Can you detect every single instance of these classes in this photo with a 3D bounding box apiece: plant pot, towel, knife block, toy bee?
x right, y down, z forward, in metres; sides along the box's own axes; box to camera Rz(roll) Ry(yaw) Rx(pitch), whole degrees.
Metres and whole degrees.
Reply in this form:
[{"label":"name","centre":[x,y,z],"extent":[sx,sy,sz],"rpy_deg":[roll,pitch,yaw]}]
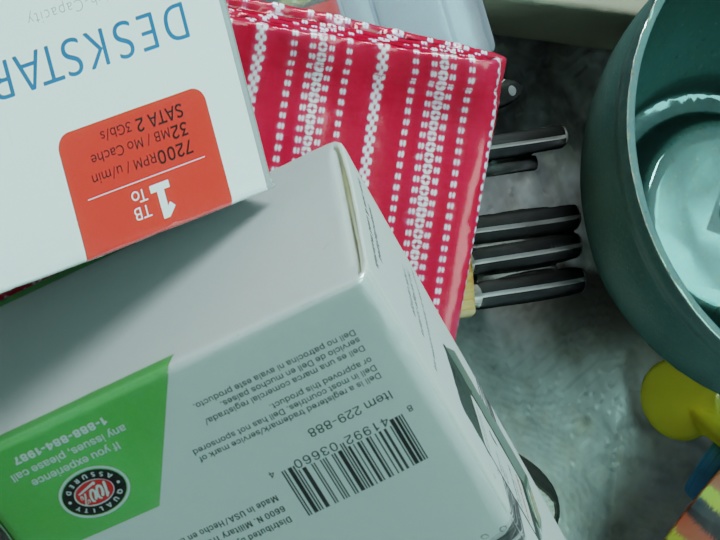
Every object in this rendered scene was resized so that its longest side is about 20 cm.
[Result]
[{"label":"plant pot","centre":[0.169,-0.031,1.180],"extent":[0.199,0.134,0.202],"rpy_deg":[4,77,-19]},{"label":"towel","centre":[-0.055,-0.023,1.009],"extent":[0.199,0.022,0.146],"rpy_deg":[10,93,-13]},{"label":"knife block","centre":[0.000,0.000,1.125],"extent":[0.176,0.064,0.201],"rpy_deg":[47,58,-29]},{"label":"toy bee","centre":[0.182,0.069,1.260],"extent":[0.130,0.109,0.201],"rpy_deg":[22,44,0]}]

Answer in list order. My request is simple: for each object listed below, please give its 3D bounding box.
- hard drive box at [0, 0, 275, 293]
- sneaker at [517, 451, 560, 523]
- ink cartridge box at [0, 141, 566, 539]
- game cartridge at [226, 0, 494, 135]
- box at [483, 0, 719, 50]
[{"label":"hard drive box","centre":[-0.128,-0.097,0.903],"extent":[0.155,0.077,0.201],"rpy_deg":[-24,105,-37]},{"label":"sneaker","centre":[0.017,0.090,1.120],"extent":[0.199,0.087,0.076],"rpy_deg":[10,79,-43]},{"label":"ink cartridge box","centre":[-0.024,0.081,0.986],"extent":[0.084,0.145,0.201],"rpy_deg":[-102,165,-56]},{"label":"game cartridge","centre":[-0.063,-0.108,1.029],"extent":[0.199,0.041,0.134],"rpy_deg":[-20,98,-9]},{"label":"box","centre":[0.089,-0.137,1.214],"extent":[0.199,0.068,0.083],"rpy_deg":[1,86,-43]}]
